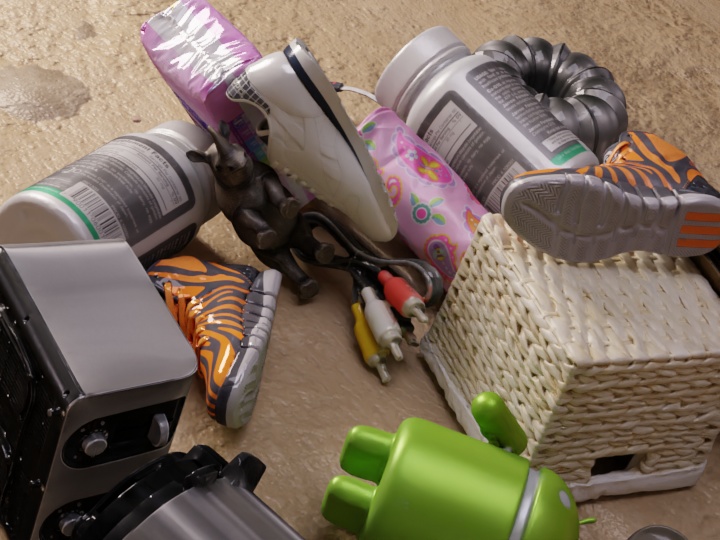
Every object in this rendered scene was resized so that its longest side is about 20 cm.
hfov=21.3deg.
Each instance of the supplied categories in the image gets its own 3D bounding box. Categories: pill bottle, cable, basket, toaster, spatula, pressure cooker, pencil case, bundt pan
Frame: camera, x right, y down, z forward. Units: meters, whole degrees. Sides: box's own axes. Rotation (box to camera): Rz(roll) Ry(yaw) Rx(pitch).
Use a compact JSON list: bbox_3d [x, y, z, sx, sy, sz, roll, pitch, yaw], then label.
[{"bbox_3d":[-0.205,-0.049,1.626,0.113,0.113,0.200,32,39,19],"label":"pill bottle"},{"bbox_3d":[0.115,-0.127,1.782,0.200,0.113,0.113,46,44,16],"label":"pill bottle"},{"bbox_3d":[0.000,0.000,1.665,0.050,0.097,0.200,8,33,-49],"label":"cable"},{"bbox_3d":[0.188,0.069,1.600,0.198,0.161,0.200,-3,43,-27],"label":"basket"},{"bbox_3d":[-0.217,0.088,1.393,0.118,0.181,0.200,-6,44,-33],"label":"toaster"},{"bbox_3d":[-0.004,-0.174,1.910,0.199,0.021,0.057,10,18,15],"label":"spatula"},{"bbox_3d":[-0.110,0.222,1.263,0.200,0.179,0.176,37,44,23],"label":"pressure cooker"},{"bbox_3d":[0.059,-0.054,1.717,0.200,0.087,0.087,46,43,13],"label":"pencil case"},{"bbox_3d":[0.187,-0.175,1.983,0.201,0.076,0.202,11,37,-8],"label":"bundt pan"}]

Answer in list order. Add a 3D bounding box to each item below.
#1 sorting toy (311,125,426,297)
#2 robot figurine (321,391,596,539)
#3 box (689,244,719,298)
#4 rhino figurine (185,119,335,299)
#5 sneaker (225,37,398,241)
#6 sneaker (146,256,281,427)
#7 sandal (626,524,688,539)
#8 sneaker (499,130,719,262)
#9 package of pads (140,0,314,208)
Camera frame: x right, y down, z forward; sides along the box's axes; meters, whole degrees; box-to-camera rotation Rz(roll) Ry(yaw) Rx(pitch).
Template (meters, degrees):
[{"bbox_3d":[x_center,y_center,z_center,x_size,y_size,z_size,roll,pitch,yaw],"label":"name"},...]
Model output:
[{"bbox_3d":[0.048,-0.062,1.818,0.185,0.037,0.200,-22,57,-41],"label":"sorting toy"},{"bbox_3d":[0.074,0.184,1.439,0.200,0.116,0.176,21,63,2],"label":"robot figurine"},{"bbox_3d":[0.308,0.037,1.670,0.021,0.200,0.164,-25,49,-6],"label":"box"},{"bbox_3d":[-0.090,-0.060,1.636,0.060,0.200,0.087,-41,50,-6],"label":"rhino figurine"},{"bbox_3d":[-0.035,-0.100,1.632,0.080,0.200,0.076,-32,24,0],"label":"sneaker"},{"bbox_3d":[-0.131,0.056,1.554,0.112,0.078,0.200,11,26,-2],"label":"sneaker"},{"bbox_3d":[0.214,0.250,1.464,0.082,0.055,0.200,29,38,15],"label":"sandal"},{"bbox_3d":[0.199,-0.065,1.585,0.199,0.078,0.112,7,33,-19],"label":"sneaker"},{"bbox_3d":[-0.110,-0.145,1.707,0.076,0.200,0.121,-38,53,-5],"label":"package of pads"}]
